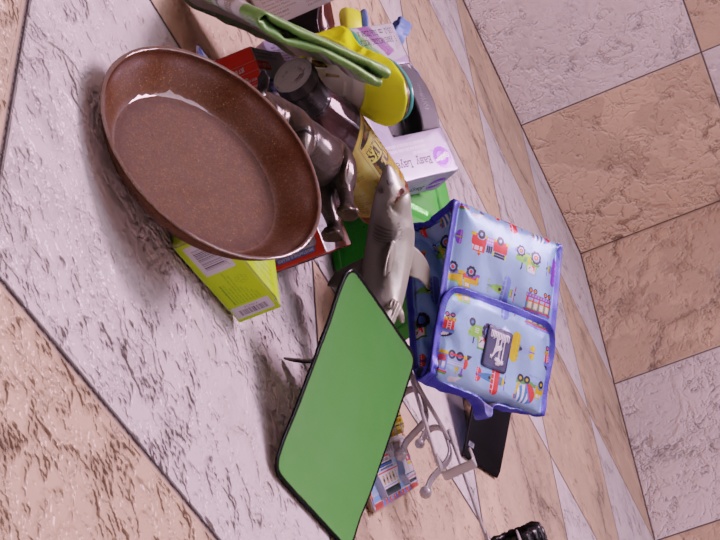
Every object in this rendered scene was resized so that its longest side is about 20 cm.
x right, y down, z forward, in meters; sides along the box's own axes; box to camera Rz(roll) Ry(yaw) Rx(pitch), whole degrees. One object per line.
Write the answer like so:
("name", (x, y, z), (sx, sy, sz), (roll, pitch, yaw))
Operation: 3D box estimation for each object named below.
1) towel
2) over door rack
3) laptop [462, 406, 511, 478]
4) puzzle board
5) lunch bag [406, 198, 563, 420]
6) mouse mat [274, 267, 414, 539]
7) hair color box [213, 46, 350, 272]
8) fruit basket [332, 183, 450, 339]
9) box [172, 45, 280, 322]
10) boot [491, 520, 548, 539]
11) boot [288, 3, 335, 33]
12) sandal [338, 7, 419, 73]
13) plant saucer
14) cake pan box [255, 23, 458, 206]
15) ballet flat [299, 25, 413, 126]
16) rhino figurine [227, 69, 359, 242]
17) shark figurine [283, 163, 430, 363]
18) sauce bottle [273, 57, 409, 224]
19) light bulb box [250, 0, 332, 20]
("towel", (-0.075, -0.216, 1.395), (0.148, 0.031, 0.200), (19, 9, -30))
("over door rack", (0.072, 0.184, 1.513), (0.148, 0.066, 0.200), (59, -2, -39))
("laptop", (0.133, 0.155, 2.024), (0.200, 0.103, 0.177), (47, 2, 26))
("puzzle board", (0.015, 0.156, 1.537), (0.200, 0.017, 0.153), (2, 69, -75))
("lunch bag", (0.120, 0.054, 1.537), (0.149, 0.094, 0.203), (20, 61, -31))
("mouse mat", (-0.010, 0.120, 1.317), (0.161, 0.007, 0.202), (55, 48, -47))
("hair color box", (-0.080, -0.105, 1.442), (0.111, 0.063, 0.203), (-26, 97, -77))
("fruit basket", (0.068, -0.016, 1.693), (0.215, 0.155, 0.217), (43, 29, -31))
("box", (-0.119, -0.073, 1.270), (0.122, 0.047, 0.202), (53, 21, -50))
("boot", (0.235, 0.371, 1.786), (0.079, 0.210, 0.160), (-12, 83, -38))
("boot", (-0.034, -0.260, 1.845), (0.200, 0.068, 0.190), (45, 28, -62))
("sandal", (0.034, -0.230, 1.868), (0.080, 0.086, 0.202), (-104, 180, -68))
("plant saucer", (-0.119, -0.082, 1.165), (0.199, 0.037, 0.202), (27, 41, -25))
("cake pan box", (-0.006, -0.161, 1.599), (0.198, 0.052, 0.186), (-13, 77, -41))
("ballet flat", (-0.013, -0.189, 1.482), (0.200, 0.066, 0.068), (-128, -140, -58))
("rhino figurine", (-0.062, -0.106, 1.316), (0.200, 0.059, 0.088), (40, 37, -50))
("shark figurine", (-0.001, 0.023, 1.433), (0.129, 0.088, 0.216), (61, 40, -47))
("sauce bottle", (-0.018, -0.121, 1.438), (0.200, 0.065, 0.067), (51, 22, -49))
("light bulb box", (-0.062, -0.409, 1.671), (0.126, 0.196, 0.201), (-98, 163, -50))
